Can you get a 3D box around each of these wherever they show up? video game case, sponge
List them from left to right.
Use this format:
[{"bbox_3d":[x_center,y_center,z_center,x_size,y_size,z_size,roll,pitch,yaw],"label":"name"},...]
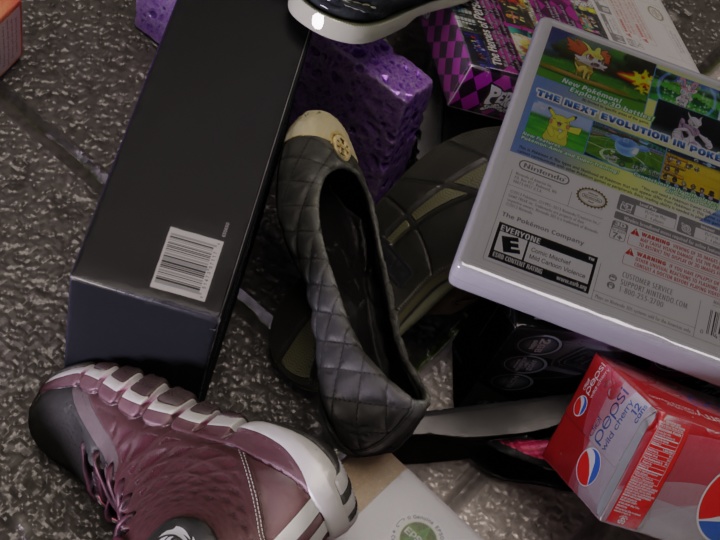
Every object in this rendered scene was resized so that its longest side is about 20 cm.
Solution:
[{"bbox_3d":[-0.050,-0.129,0.853,0.200,0.112,0.030,40,58,13],"label":"sponge"},{"bbox_3d":[0.118,-0.151,0.893,0.181,0.036,0.200,12,40,-23],"label":"video game case"},{"bbox_3d":[0.163,-0.031,0.748,0.200,0.022,0.182,20,55,2],"label":"video game case"}]

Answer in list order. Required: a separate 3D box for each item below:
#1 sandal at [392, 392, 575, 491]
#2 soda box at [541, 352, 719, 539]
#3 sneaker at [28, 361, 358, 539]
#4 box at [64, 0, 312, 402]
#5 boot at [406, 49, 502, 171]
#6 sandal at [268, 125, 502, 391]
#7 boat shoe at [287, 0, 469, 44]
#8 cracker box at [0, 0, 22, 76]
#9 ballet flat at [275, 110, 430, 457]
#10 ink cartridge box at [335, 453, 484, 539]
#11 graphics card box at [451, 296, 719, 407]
[{"bbox_3d":[0.095,0.097,0.778,0.200,0.075,0.045,-5,65,-7],"label":"sandal"},{"bbox_3d":[0.197,0.109,0.741,0.200,0.063,0.070,21,13,-25],"label":"soda box"},{"bbox_3d":[-0.108,0.111,0.672,0.200,0.076,0.116,8,44,37],"label":"sneaker"},{"bbox_3d":[-0.090,-0.033,0.770,0.079,0.141,0.200,15,57,-1],"label":"box"},{"bbox_3d":[0.130,-0.064,0.881,0.200,0.066,0.165,10,65,-4],"label":"boot"},{"bbox_3d":[0.037,-0.007,0.799,0.201,0.057,0.080,-37,59,11],"label":"sandal"},{"bbox_3d":[0.030,-0.187,0.797,0.074,0.066,0.199,34,38,17],"label":"boat shoe"},{"bbox_3d":[-0.304,-0.109,0.817,0.134,0.058,0.200,30,58,7],"label":"cracker box"},{"bbox_3d":[0.000,0.000,0.735,0.066,0.057,0.200,19,48,-43],"label":"ballet flat"},{"bbox_3d":[0.016,0.205,0.689,0.200,0.075,0.165,41,61,14],"label":"ink cartridge box"},{"bbox_3d":[0.159,0.042,0.788,0.200,0.125,0.051,6,63,-10],"label":"graphics card box"}]
